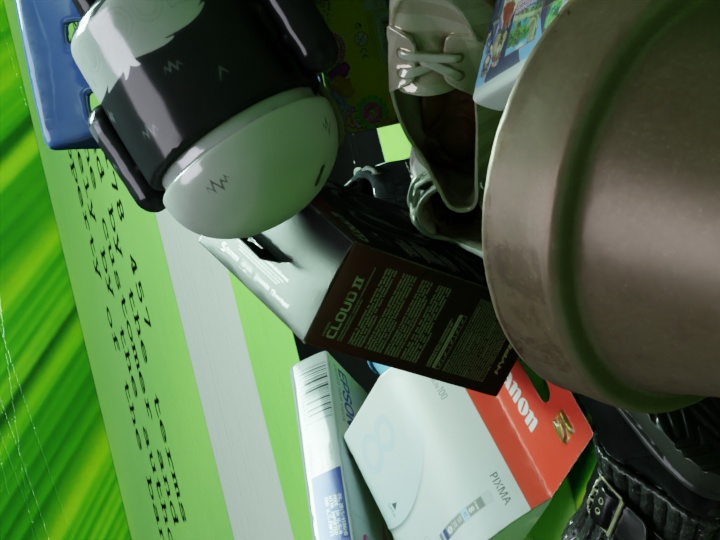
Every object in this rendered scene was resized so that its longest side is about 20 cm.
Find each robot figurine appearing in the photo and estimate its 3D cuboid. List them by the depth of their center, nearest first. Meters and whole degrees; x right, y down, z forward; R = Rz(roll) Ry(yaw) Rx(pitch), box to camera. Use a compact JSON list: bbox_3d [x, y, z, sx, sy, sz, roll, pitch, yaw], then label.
[{"bbox_3d":[-0.096,-0.117,1.031,0.201,0.124,0.150,58,160,7],"label":"robot figurine"}]

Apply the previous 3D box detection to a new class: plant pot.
[{"bbox_3d":[0.175,-0.020,0.682,0.174,0.199,0.202,24,126,47],"label":"plant pot"},{"bbox_3d":[-0.185,-0.221,1.533,0.200,0.179,0.201,-25,-74,-74],"label":"plant pot"}]

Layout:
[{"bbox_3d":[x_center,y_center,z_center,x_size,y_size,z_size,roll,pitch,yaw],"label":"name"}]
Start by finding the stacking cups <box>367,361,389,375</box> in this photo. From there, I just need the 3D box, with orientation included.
[{"bbox_3d":[0.039,0.068,1.334,0.200,0.060,0.061,48,147,47],"label":"stacking cups"}]

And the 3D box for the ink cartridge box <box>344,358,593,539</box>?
[{"bbox_3d":[0.070,0.118,1.192,0.161,0.047,0.201,62,141,34],"label":"ink cartridge box"}]

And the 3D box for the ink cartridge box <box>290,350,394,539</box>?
[{"bbox_3d":[0.019,0.193,1.346,0.200,0.043,0.197,46,-156,-43],"label":"ink cartridge box"}]

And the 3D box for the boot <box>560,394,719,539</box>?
[{"bbox_3d":[0.149,0.093,0.971,0.158,0.079,0.212,97,153,-46],"label":"boot"}]

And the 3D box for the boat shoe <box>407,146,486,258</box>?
[{"bbox_3d":[0.065,-0.051,1.139,0.200,0.069,0.071,-137,38,-59],"label":"boat shoe"}]

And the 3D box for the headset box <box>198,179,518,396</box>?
[{"bbox_3d":[0.000,0.000,1.127,0.149,0.199,0.078,40,107,47],"label":"headset box"}]

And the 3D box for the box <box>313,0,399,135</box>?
[{"bbox_3d":[-0.015,-0.198,1.198,0.192,0.121,0.201,-175,73,-70],"label":"box"}]

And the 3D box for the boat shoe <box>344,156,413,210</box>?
[{"bbox_3d":[0.009,-0.050,1.326,0.200,0.060,0.076,140,115,-70],"label":"boat shoe"}]

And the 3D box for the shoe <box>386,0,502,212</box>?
[{"bbox_3d":[0.054,-0.107,1.001,0.200,0.069,0.054,73,-154,-57],"label":"shoe"}]

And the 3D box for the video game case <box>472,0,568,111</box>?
[{"bbox_3d":[0.119,-0.185,0.839,0.200,0.023,0.183,161,124,-72],"label":"video game case"}]

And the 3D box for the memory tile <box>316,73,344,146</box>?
[{"bbox_3d":[-0.075,-0.175,1.096,0.153,0.017,0.201,28,141,54],"label":"memory tile"}]
